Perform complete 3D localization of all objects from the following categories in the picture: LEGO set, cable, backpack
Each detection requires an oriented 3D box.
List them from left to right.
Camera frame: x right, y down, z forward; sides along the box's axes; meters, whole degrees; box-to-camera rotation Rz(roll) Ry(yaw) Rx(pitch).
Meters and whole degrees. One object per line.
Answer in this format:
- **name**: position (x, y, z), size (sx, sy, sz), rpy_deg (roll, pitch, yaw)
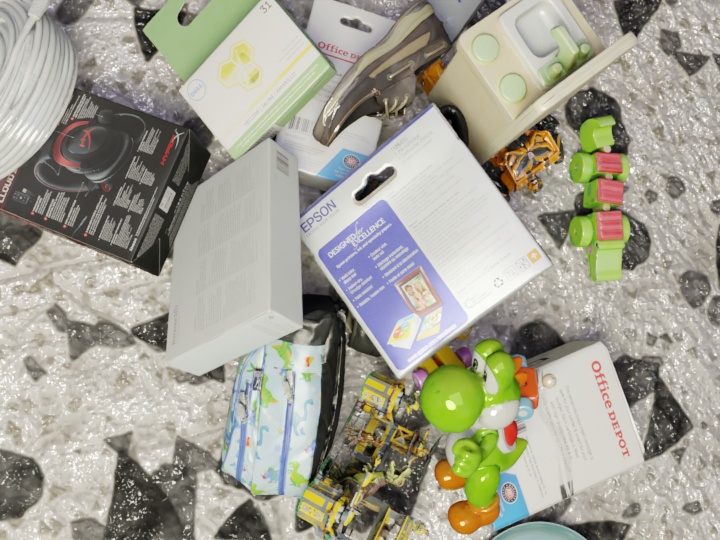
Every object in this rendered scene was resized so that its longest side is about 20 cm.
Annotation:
- **cable**: position (-0.383, -0.186, 0.758), size (0.197, 0.069, 0.204), rpy_deg (-1, 70, 28)
- **backpack**: position (-0.077, 0.138, 0.786), size (0.151, 0.163, 0.204), rpy_deg (-7, 97, -3)
- **LEGO set**: position (0.030, 0.219, 0.773), size (0.114, 0.155, 0.201), rpy_deg (21, 52, 18)

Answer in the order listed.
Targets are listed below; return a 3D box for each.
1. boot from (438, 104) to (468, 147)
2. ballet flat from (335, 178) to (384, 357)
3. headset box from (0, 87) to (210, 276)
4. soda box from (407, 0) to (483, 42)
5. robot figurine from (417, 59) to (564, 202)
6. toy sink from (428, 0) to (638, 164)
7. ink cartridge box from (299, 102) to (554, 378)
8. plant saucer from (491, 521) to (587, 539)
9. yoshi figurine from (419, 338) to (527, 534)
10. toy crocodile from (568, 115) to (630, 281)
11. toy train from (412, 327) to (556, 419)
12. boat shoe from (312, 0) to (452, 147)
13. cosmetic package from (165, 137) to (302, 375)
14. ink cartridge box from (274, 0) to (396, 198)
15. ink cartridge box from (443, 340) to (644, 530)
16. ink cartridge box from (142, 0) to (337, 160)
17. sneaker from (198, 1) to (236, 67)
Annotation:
- **boot**: position (0.074, -0.076, 0.830), size (0.071, 0.144, 0.204), rpy_deg (8, 84, -10)
- **ballet flat**: position (0.000, 0.000, 0.837), size (0.067, 0.068, 0.204), rpy_deg (-1, 98, 19)
- **headset box**: position (-0.283, -0.102, 0.785), size (0.197, 0.075, 0.151), rpy_deg (20, 81, 11)
- **soda box**: position (0.131, -0.360, 0.908), size (0.068, 0.063, 0.201), rpy_deg (35, 80, -3)
- **robot figurine**: position (0.164, -0.181, 0.898), size (0.144, 0.058, 0.201), rpy_deg (-36, 91, -10)
- **toy sink**: position (0.168, -0.213, 0.772), size (0.130, 0.200, 0.113), rpy_deg (-36, 90, -10)
- **ink cartridge box**: position (0.061, -0.028, 0.763), size (0.197, 0.047, 0.201), rpy_deg (-37, 83, 12)
- **plant saucer**: position (0.204, 0.397, 0.865), size (0.196, 0.027, 0.204), rpy_deg (1, 85, -10)
- **yoshi figurine**: position (0.095, 0.156, 0.709), size (0.111, 0.203, 0.112), rpy_deg (19, 37, 25)
- **toy crocodile**: position (0.300, -0.088, 0.911), size (0.066, 0.062, 0.204), rpy_deg (1, 85, -9)
- **toy train**: position (0.130, 0.090, 0.823), size (0.147, 0.056, 0.202), rpy_deg (-6, 43, 5)
- **boat shoe**: position (0.029, -0.205, 0.802), size (0.073, 0.074, 0.200), rpy_deg (42, 81, -4)
- **cosmetic package**: position (-0.129, -0.014, 0.754), size (0.051, 0.149, 0.203), rpy_deg (31, 45, -45)
- **ink cartridge box**: position (-0.028, -0.199, 0.862), size (0.114, 0.067, 0.204), rpy_deg (15, 83, -8)
- **ink cartridge box**: position (0.205, 0.184, 0.856), size (0.197, 0.084, 0.148), rpy_deg (-19, 88, -11)
- **ink cartridge box**: position (-0.140, -0.241, 0.799), size (0.145, 0.048, 0.201), rpy_deg (-41, 86, 12)
- **sneaker**: position (-0.139, -0.298, 0.848), size (0.073, 0.079, 0.203), rpy_deg (21, 83, -8)
